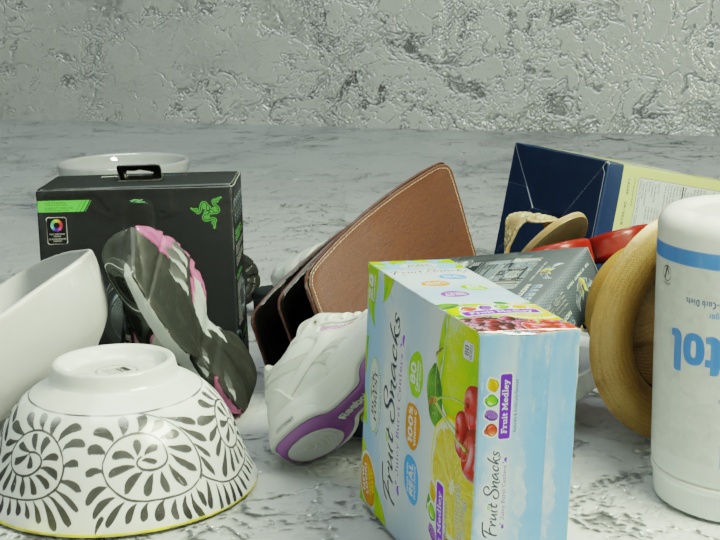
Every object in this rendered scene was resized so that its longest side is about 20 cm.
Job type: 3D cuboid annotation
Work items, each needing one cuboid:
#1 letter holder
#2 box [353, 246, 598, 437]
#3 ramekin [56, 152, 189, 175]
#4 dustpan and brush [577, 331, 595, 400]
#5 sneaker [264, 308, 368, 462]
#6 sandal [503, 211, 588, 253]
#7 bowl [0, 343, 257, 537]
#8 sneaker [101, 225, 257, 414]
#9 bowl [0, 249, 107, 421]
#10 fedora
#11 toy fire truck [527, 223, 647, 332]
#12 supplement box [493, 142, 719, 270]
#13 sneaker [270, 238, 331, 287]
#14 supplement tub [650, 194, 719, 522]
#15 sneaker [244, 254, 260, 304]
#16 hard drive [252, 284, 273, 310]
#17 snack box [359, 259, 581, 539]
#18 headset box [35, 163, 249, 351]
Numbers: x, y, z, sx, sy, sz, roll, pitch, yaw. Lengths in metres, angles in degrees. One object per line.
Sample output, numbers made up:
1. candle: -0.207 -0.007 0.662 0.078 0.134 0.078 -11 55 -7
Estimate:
1. letter holder: 0.000 0.000 1.165 0.100 0.143 0.200 10 38 42
2. box: 0.081 0.057 1.047 0.157 0.051 0.200 -6 29 43
3. ramekin: -0.360 -0.121 2.018 0.199 0.098 0.201 -2 12 0
4. dustpan and brush: 0.113 0.092 1.056 0.139 0.057 0.200 10 47 37
5. sneaker: -0.004 0.053 0.960 0.075 0.200 0.100 26 35 -43
6. sandal: 0.162 -0.022 1.298 0.077 0.070 0.212 -23 -24 -14
7. bowl: -0.174 0.108 0.946 0.199 0.095 0.201 -1 11 0
8. sneaker: -0.163 0.054 1.061 0.086 0.201 0.081 -11 40 19
9. bowl: -0.292 0.068 1.032 0.199 0.075 0.200 -37 15 -28
10. fedora: 0.238 0.033 1.018 0.199 0.202 0.082 -8 18 -29
11. toy fire truck: 0.195 0.034 1.254 0.199 0.113 0.168 -11 -5 -34
12. supplement box: 0.288 -0.051 1.448 0.199 0.135 0.200 8 8 -24
13. sneaker: -0.011 -0.011 1.384 0.080 0.071 0.200 -6 2 45
14. supplement tub: 0.263 0.055 0.890 0.131 0.202 0.132 -2 11 0
15. sneaker: -0.211 0.029 1.419 0.199 0.076 0.087 -6 -2 -38
16. hard drive: -0.011 0.041 1.381 0.139 0.033 0.200 -8 14 -27
17. snack box: 0.059 0.094 0.808 0.067 0.170 0.200 -1 11 -16
18. headset box: -0.190 0.003 1.181 0.173 0.202 0.093 -1 12 0
